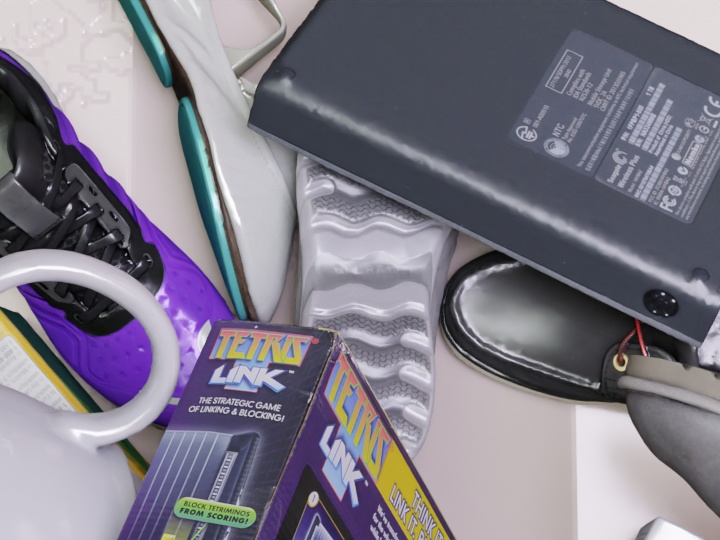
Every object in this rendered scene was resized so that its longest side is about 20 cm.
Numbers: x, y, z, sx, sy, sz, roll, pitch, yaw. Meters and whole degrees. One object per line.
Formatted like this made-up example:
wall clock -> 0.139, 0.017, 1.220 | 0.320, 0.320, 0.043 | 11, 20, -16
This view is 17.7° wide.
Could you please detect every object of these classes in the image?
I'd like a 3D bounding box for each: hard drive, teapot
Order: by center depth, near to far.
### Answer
teapot -> -0.123, 0.123, 0.843 | 0.145, 0.200, 0.199 | -6, 65, -12
hard drive -> 0.072, -0.065, 0.937 | 0.199, 0.033, 0.140 | 26, 47, 8

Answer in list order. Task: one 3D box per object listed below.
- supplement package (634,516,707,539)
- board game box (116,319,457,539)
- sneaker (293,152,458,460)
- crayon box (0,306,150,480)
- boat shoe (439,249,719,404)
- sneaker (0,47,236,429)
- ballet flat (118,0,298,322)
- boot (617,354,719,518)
supplement package -> 0.148, 0.226, 0.869 | 0.190, 0.147, 0.201 | 27, 85, 8
board game box -> -0.024, 0.143, 0.831 | 0.056, 0.200, 0.166 | 3, 52, 27
sneaker -> 0.000, 0.000, 0.951 | 0.074, 0.082, 0.201 | 14, 63, -4
crayon box -> -0.129, 0.130, 0.953 | 0.126, 0.052, 0.200 | -42, 80, 0
boat shoe -> 0.130, 0.022, 0.944 | 0.200, 0.063, 0.074 | 8, 85, 7
sneaker -> -0.125, -0.015, 0.948 | 0.069, 0.100, 0.200 | -41, 81, 0
ballet flat -> -0.055, -0.079, 0.974 | 0.069, 0.069, 0.201 | -22, 78, 1
boot -> 0.132, 0.149, 0.781 | 0.181, 0.073, 0.201 | 27, 90, 10
